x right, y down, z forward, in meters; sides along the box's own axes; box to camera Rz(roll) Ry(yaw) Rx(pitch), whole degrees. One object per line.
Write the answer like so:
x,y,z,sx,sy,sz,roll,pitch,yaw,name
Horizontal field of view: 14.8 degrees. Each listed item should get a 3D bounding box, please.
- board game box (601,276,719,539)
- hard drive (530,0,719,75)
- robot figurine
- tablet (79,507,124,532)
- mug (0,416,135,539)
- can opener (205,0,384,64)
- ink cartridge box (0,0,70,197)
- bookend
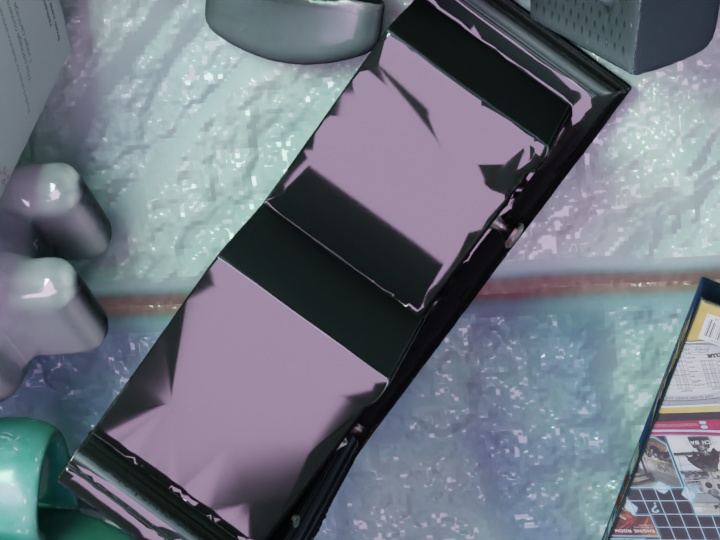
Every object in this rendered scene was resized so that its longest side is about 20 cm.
0.208,0.100,1.120,0.200,0.035,0.136,20,107,2,board game box
0.099,-0.180,1.013,0.042,0.135,0.200,-2,105,-14,hard drive
-0.202,0.001,1.110,0.200,0.113,0.170,-2,65,9,robot figurine
-0.074,0.171,1.190,0.200,0.014,0.130,9,106,5,tablet
-0.129,0.160,1.129,0.152,0.114,0.185,36,105,-2,mug
-0.090,-0.119,1.094,0.200,0.053,0.067,6,105,8,can opener
-0.209,-0.053,1.021,0.144,0.200,0.085,2,132,16,ink cartridge box
0.000,0.000,1.037,0.092,0.199,0.200,36,106,0,bookend
